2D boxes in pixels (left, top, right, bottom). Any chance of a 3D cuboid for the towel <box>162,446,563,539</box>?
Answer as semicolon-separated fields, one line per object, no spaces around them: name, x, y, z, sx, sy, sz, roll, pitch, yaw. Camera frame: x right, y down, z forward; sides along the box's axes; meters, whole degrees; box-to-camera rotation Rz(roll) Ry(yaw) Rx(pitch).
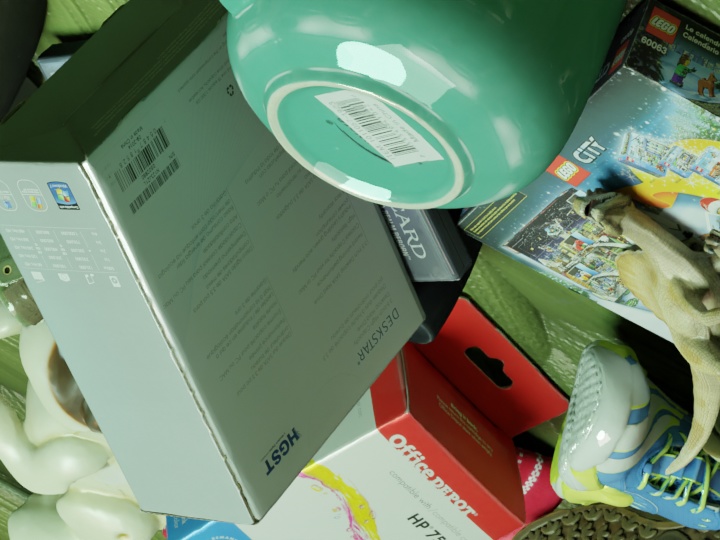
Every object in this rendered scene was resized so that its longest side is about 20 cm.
towel;0.006;0.134;1.596;0.199;0.023;0.145;16;131;-23

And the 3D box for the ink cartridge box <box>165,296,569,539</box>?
ink cartridge box;0.006;0.109;1.511;0.199;0.067;0.116;-31;129;21

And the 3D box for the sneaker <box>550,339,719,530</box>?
sneaker;0.155;0.087;1.435;0.104;0.076;0.200;14;172;3

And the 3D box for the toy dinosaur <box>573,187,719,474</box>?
toy dinosaur;0.159;0.026;1.276;0.101;0.058;0.200;22;151;39

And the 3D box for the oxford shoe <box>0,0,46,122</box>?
oxford shoe;-0.198;-0.102;1.388;0.071;0.072;0.200;29;155;2

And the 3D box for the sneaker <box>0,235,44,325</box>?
sneaker;-0.155;-0.007;1.502;0.199;0.090;0.067;3;147;36

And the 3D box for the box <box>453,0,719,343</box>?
box;0.141;-0.036;1.259;0.136;0.038;0.200;28;154;-9

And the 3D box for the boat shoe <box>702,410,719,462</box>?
boat shoe;0.255;0.080;1.345;0.200;0.072;0.066;-10;133;43

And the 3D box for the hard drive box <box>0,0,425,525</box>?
hard drive box;-0.069;-0.012;1.275;0.077;0.156;0.201;2;127;39

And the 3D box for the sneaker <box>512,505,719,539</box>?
sneaker;0.182;0.174;1.554;0.199;0.067;0.090;-11;144;36

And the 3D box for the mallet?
mallet;0.000;0.000;1.460;0.041;0.066;0.200;35;167;-21

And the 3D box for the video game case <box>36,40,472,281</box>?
video game case;-0.053;-0.054;1.361;0.199;0.019;0.143;-2;125;40

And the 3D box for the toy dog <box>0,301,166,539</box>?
toy dog;-0.132;0.077;1.593;0.193;0.140;0.200;16;151;14

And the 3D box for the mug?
mug;0.007;-0.101;1.160;0.184;0.115;0.152;17;154;12
